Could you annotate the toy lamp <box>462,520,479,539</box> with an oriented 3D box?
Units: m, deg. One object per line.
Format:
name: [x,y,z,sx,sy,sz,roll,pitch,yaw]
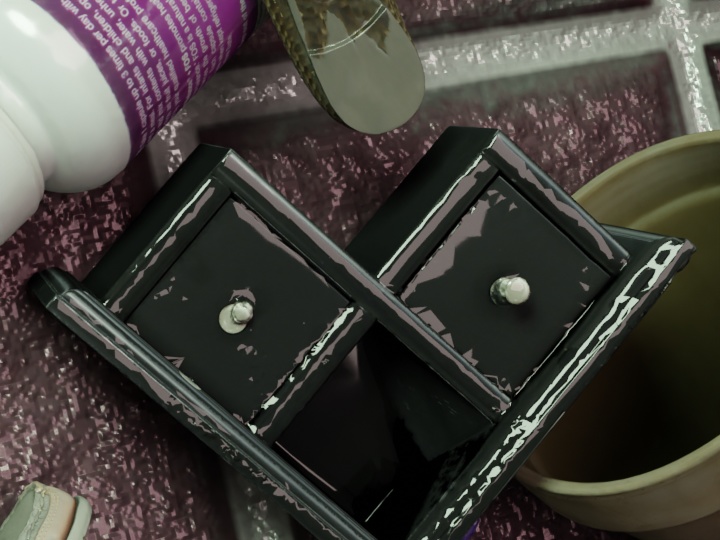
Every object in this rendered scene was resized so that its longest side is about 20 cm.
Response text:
toy lamp: [0.082,0.194,0.923,0.058,0.058,0.200,-38,99,-29]

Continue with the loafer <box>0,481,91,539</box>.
loafer: [-0.175,0.166,0.781,0.063,0.072,0.201,31,70,-13]

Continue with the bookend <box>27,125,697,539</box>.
bookend: [0.000,0.000,0.855,0.199,0.092,0.200,42,84,-14]

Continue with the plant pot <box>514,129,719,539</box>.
plant pot: [0.178,0.063,0.942,0.174,0.199,0.201,44,62,-35]

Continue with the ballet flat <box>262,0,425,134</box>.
ballet flat: [-0.027,-0.148,0.812,0.067,0.046,0.201,-27,111,-4]

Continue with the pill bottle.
pill bottle: [-0.117,-0.104,0.836,0.112,0.112,0.200,47,62,-13]
